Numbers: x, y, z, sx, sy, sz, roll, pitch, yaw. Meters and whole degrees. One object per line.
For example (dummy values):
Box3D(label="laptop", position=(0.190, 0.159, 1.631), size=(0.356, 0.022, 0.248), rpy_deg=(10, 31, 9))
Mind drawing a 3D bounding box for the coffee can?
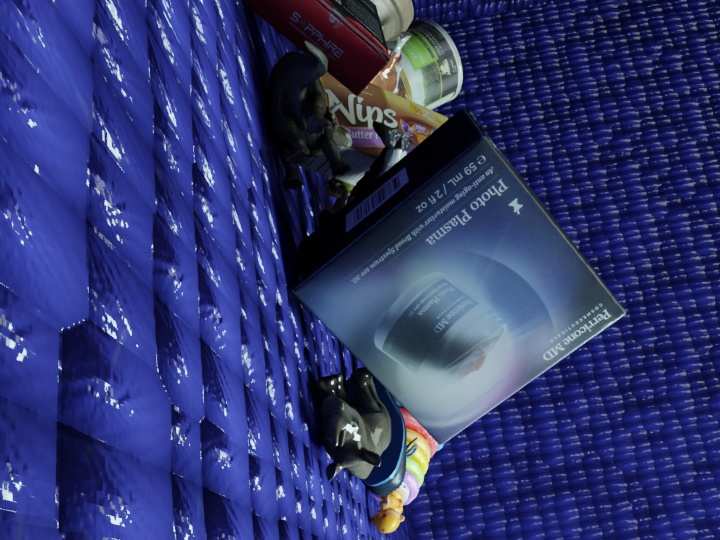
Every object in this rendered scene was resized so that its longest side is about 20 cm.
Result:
Box3D(label="coffee can", position=(0.044, -0.305, 1.272), size=(0.146, 0.200, 0.146), rpy_deg=(44, -27, 30))

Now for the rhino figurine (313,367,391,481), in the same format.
Box3D(label="rhino figurine", position=(-0.006, 0.132, 0.667), size=(0.200, 0.060, 0.088), rpy_deg=(41, 37, -84))

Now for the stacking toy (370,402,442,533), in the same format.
Box3D(label="stacking toy", position=(0.049, 0.278, 1.073), size=(0.200, 0.116, 0.110), rpy_deg=(-76, 156, -54))

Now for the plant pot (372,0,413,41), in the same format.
Box3D(label="plant pot", position=(-0.031, -0.382, 1.127), size=(0.093, 0.201, 0.201), rpy_deg=(-58, 169, -9))

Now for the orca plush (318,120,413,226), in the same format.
Box3D(label="orca plush", position=(-0.015, -0.057, 0.805), size=(0.105, 0.071, 0.200), rpy_deg=(-5, 112, -68))

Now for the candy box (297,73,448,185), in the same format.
Box3D(label="candy box", position=(0.018, -0.149, 0.882), size=(0.056, 0.200, 0.117), rpy_deg=(-38, -133, 40))

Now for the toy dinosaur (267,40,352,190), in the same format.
Box3D(label="toy dinosaur", position=(-0.053, -0.138, 0.673), size=(0.200, 0.077, 0.102), rpy_deg=(62, 7, -67))

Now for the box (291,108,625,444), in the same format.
Box3D(label="box", position=(0.081, 0.006, 0.678), size=(0.198, 0.200, 0.123), rpy_deg=(47, 14, -17))

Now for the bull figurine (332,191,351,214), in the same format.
Box3D(label="bull figurine", position=(0.000, 0.000, 0.928), size=(0.121, 0.065, 0.200), rpy_deg=(158, -75, -77))

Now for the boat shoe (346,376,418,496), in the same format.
Box3D(label="boat shoe", position=(0.030, 0.194, 0.928), size=(0.200, 0.084, 0.069), rpy_deg=(-90, 159, -60))

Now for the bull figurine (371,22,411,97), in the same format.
Box3D(label="bull figurine", position=(0.005, -0.281, 1.095), size=(0.065, 0.200, 0.121), rpy_deg=(41, -43, 24))

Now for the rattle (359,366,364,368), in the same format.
Box3D(label="rattle", position=(0.063, 0.101, 1.149), size=(0.200, 0.130, 0.143), rpy_deg=(131, -34, -66))

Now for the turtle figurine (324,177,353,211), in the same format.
Box3D(label="turtle figurine", position=(-0.016, -0.131, 1.000), size=(0.200, 0.064, 0.161), rpy_deg=(-2, -61, 53))

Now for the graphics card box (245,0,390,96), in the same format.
Box3D(label="graphics card box", position=(-0.039, -0.249, 0.732), size=(0.125, 0.051, 0.200), rpy_deg=(35, 25, -22))
